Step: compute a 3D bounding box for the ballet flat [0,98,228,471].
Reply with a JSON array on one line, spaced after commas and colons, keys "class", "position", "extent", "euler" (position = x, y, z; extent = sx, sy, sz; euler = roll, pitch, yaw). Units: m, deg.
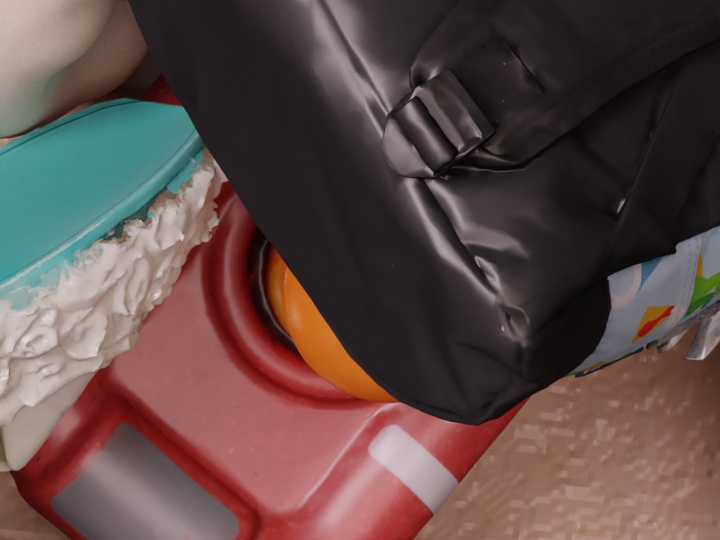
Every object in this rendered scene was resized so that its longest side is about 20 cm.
[{"class": "ballet flat", "position": [-0.110, 0.029, 0.679], "extent": [0.200, 0.072, 0.072], "euler": [-33, 103, -30]}]

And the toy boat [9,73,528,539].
[{"class": "toy boat", "position": [0.000, 0.000, 0.741], "extent": [0.130, 0.131, 0.200], "euler": [41, 86, -14]}]

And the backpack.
[{"class": "backpack", "position": [0.058, -0.062, 0.656], "extent": [0.200, 0.154, 0.163], "euler": [-28, 74, -21]}]

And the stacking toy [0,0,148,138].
[{"class": "stacking toy", "position": [-0.112, -0.144, 0.719], "extent": [0.200, 0.146, 0.146], "euler": [41, 86, 3]}]
